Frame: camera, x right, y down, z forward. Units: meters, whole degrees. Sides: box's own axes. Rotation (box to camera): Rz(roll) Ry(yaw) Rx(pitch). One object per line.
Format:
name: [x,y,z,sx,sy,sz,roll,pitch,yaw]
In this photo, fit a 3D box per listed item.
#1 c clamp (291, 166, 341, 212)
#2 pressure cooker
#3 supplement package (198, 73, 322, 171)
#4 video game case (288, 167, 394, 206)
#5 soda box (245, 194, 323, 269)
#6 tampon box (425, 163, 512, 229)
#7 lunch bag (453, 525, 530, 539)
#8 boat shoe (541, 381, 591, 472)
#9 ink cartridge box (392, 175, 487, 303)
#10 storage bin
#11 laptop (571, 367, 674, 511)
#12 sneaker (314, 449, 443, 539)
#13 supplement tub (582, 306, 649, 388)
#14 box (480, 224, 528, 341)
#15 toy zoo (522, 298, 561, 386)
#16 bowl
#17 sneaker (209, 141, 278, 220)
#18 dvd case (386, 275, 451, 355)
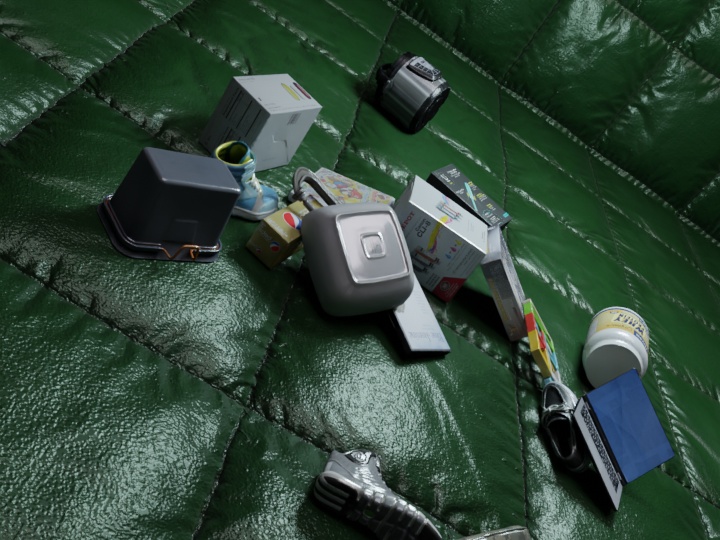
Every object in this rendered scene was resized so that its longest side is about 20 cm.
c clamp: [-0.062,-0.102,1.556,0.201,0.027,0.171,50,28,-8]
pressure cooker: [0.133,-0.516,2.396,0.199,0.179,0.176,42,-11,9]
supplement package: [-0.197,-0.295,1.689,0.111,0.157,0.199,42,28,11]
video game case: [-0.035,-0.149,1.755,0.179,0.023,0.200,24,26,8]
soda box: [-0.127,-0.074,1.539,0.064,0.068,0.200,41,28,6]
tampon box: [0.229,-0.129,1.981,0.200,0.127,0.149,43,28,11]
lunch bag: [0.136,0.425,1.039,0.197,0.139,0.171,5,58,-42]
boat shoe: [0.376,0.285,1.600,0.068,0.073,0.202,37,34,-33]
ink cartridge box: [0.148,-0.068,1.774,0.198,0.146,0.145,33,28,-7]
storage bin: [-0.285,-0.102,1.323,0.198,0.135,0.147,3,43,-46]
laptop: [0.496,0.312,1.584,0.190,0.114,0.199,65,22,3]
sneaker: [0.035,0.307,1.163,0.198,0.076,0.116,34,26,-7]
supplement tub: [0.580,0.183,1.917,0.144,0.145,0.200,39,28,3]
box: [0.311,0.026,1.828,0.159,0.047,0.203,-77,146,-59]
toy zoo: [0.383,0.169,1.770,0.132,0.020,0.202,57,21,-27]
bowl: [0.006,-0.032,1.488,0.196,0.074,0.204,-7,73,-34]
sneaker: [-0.202,-0.165,1.519,0.198,0.131,0.080,1,43,-50]
dvd case: [0.089,0.067,1.585,0.141,0.017,0.203,8,52,-54]
